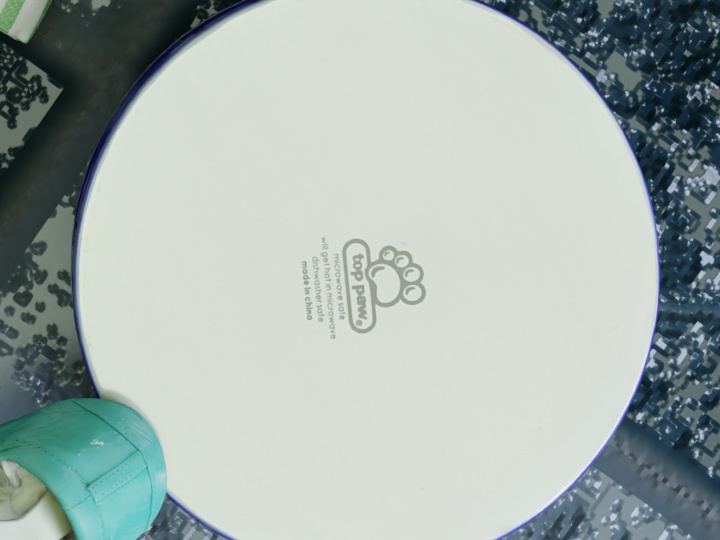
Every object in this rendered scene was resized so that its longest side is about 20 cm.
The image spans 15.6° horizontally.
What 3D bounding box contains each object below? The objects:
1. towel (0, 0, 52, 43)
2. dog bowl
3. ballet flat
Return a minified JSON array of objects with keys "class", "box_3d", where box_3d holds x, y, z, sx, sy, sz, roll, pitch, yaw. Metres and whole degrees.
[{"class":"towel","box_3d":[-0.170,-0.187,0.900,0.199,0.023,0.153,27,91,-5]},{"class":"dog bowl","box_3d":[0.000,0.000,0.899,0.199,0.079,0.201,0,95,-4]},{"class":"ballet flat","box_3d":[-0.154,0.099,0.860,0.199,0.070,0.068,-28,94,25]}]
